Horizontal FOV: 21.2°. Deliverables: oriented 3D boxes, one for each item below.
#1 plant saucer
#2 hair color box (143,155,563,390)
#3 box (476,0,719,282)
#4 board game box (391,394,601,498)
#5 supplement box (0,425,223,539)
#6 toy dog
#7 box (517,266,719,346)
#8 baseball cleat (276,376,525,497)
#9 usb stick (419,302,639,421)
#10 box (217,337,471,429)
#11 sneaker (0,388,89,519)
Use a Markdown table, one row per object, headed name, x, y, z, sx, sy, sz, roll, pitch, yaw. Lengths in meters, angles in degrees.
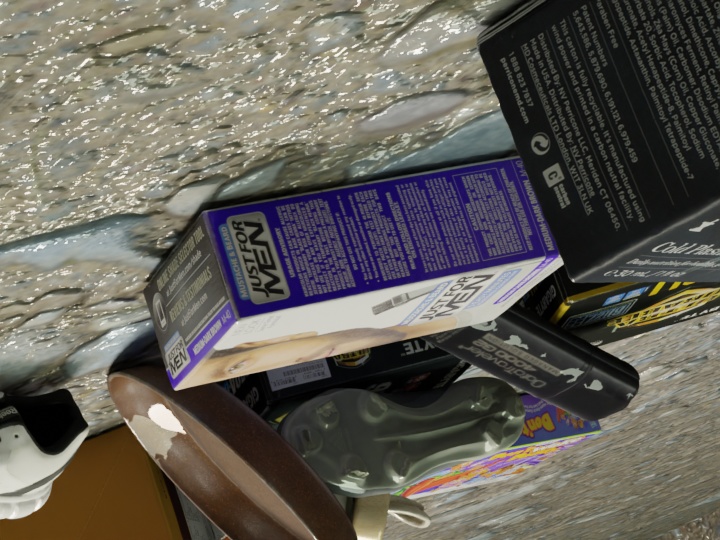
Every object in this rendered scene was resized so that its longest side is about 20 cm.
| name | x | y | z | sx | sy | sz | roll | pitch | yaw |
| --- | --- | --- | --- | --- | --- | --- | --- | --- | --- |
| plant saucer | -0.069 | 0.123 | 1.148 | 0.034 | 0.200 | 0.200 | -46 | 172 | -18 |
| hair color box | 0.000 | 0.000 | 0.996 | 0.200 | 0.065 | 0.109 | -10 | 163 | -26 |
| box | 0.195 | -0.087 | 0.821 | 0.197 | 0.124 | 0.200 | -33 | 160 | 35 |
| board game box | 0.094 | 0.155 | 1.683 | 0.200 | 0.045 | 0.134 | -6 | 160 | -41 |
| supplement box | -0.195 | 0.215 | 1.370 | 0.197 | 0.133 | 0.200 | -22 | 164 | 9 |
| toy dog | -0.036 | 0.184 | 1.314 | 0.132 | 0.096 | 0.200 | 11 | 168 | 16 |
| box | 0.202 | -0.001 | 1.268 | 0.200 | 0.049 | 0.160 | -16 | 163 | -13 |
| baseball cleat | 0.013 | 0.112 | 1.215 | 0.200 | 0.070 | 0.106 | -2 | 162 | -39 |
| usb stick | 0.097 | 0.046 | 1.195 | 0.200 | 0.033 | 0.055 | 27 | 134 | -37 |
| box | -0.021 | 0.080 | 1.277 | 0.159 | 0.046 | 0.200 | -13 | 163 | -23 |
| sneaker | -0.236 | 0.098 | 1.069 | 0.080 | 0.074 | 0.200 | -45 | 158 | 28 |
